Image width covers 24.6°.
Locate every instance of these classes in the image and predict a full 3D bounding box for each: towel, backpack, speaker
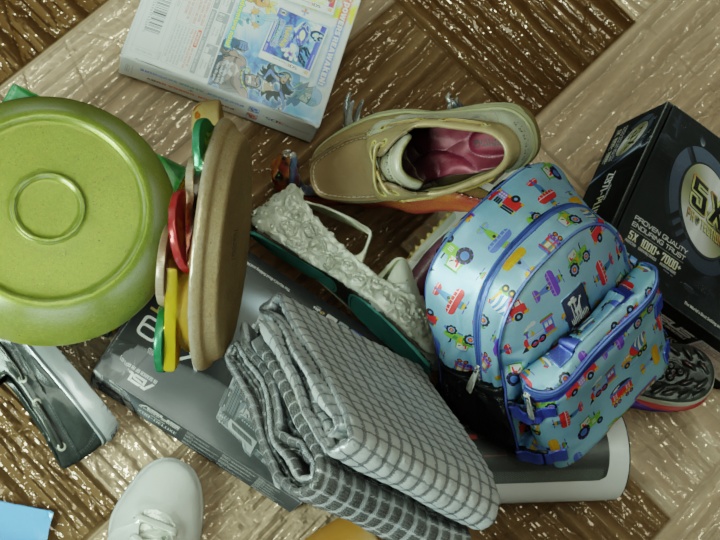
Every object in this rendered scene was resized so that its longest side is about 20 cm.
[{"bbox_3d":[-0.005,0.118,1.222,0.166,0.200,0.086,29,105,-34],"label":"towel"},{"bbox_3d":[0.141,0.027,1.273,0.183,0.200,0.134,-39,50,-22],"label":"backpack"},{"bbox_3d":[0.116,0.153,1.367,0.200,0.081,0.081,0,73,-13],"label":"speaker"}]

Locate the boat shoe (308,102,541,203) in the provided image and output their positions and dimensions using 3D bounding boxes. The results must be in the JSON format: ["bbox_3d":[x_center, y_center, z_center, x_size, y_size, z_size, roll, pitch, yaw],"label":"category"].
[{"bbox_3d":[0.040,-0.091,1.309,0.066,0.200,0.074,-36,110,-61],"label":"boat shoe"}]

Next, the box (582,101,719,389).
[{"bbox_3d":[0.291,-0.018,1.437,0.200,0.086,0.164,34,67,-14],"label":"box"}]

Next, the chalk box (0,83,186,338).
[{"bbox_3d":[-0.258,-0.055,1.323,0.200,0.125,0.124,27,69,-4],"label":"chalk box"}]

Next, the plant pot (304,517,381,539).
[{"bbox_3d":[-0.030,0.308,1.236,0.183,0.200,0.200,-29,81,-4],"label":"plant pot"}]

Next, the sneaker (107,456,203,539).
[{"bbox_3d":[-0.171,0.234,1.270,0.075,0.089,0.200,23,69,-3],"label":"sneaker"}]

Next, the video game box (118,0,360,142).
[{"bbox_3d":[-0.096,-0.235,1.461,0.182,0.047,0.200,19,70,-4],"label":"video game box"}]

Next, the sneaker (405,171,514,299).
[{"bbox_3d":[0.103,-0.010,1.418,0.090,0.075,0.200,41,69,8],"label":"sneaker"}]

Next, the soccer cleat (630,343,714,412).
[{"bbox_3d":[0.200,0.088,1.419,0.200,0.073,0.068,8,69,8],"label":"soccer cleat"}]

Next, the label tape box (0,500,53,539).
[{"bbox_3d":[-0.322,0.259,1.240,0.143,0.066,0.200,14,72,-8],"label":"label tape box"}]

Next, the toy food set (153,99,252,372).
[{"bbox_3d":[-0.118,-0.023,1.253,0.049,0.198,0.200,6,110,3],"label":"toy food set"}]

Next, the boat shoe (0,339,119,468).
[{"bbox_3d":[-0.276,0.070,1.310,0.057,0.069,0.200,-42,88,-21],"label":"boat shoe"}]

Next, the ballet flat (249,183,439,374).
[{"bbox_3d":[0.000,0.000,1.342,0.200,0.072,0.072,38,68,3],"label":"ballet flat"}]

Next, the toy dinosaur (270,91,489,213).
[{"bbox_3d":[0.017,-0.078,1.381,0.181,0.105,0.200,-30,58,18],"label":"toy dinosaur"}]

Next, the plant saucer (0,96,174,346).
[{"bbox_3d":[-0.235,-0.043,1.244,0.200,0.031,0.200,4,73,-12],"label":"plant saucer"}]

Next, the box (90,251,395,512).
[{"bbox_3d":[-0.096,0.077,1.357,0.200,0.050,0.158,34,68,-2],"label":"box"}]
